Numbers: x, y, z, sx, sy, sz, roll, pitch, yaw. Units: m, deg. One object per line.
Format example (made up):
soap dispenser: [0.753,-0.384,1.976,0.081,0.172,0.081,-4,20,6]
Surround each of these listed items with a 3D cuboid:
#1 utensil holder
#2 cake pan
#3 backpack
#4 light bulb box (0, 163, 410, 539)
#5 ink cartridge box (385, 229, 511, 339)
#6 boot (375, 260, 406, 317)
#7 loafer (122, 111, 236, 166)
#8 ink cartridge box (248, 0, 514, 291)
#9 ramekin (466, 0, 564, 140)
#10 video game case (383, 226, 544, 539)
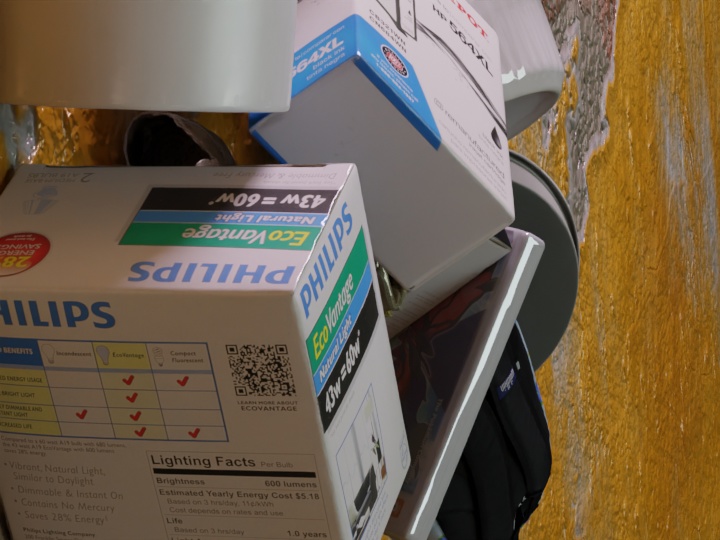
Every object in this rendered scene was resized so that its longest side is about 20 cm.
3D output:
utensil holder: [-0.112,-0.185,1.450,0.170,0.169,0.201,-12,105,-71]
cake pan: [0.067,0.009,1.946,0.037,0.199,0.201,-132,-147,-64]
backpack: [0.054,0.108,1.840,0.200,0.153,0.163,54,54,-32]
light bulb box: [-0.092,0.057,1.466,0.125,0.197,0.201,-66,152,-52]
ink cartridge box: [0.000,0.000,1.714,0.037,0.200,0.095,28,35,-45]
boot: [-0.054,0.023,1.640,0.072,0.154,0.201,65,30,-50]
loafer: [-0.090,-0.019,1.584,0.068,0.076,0.200,35,15,-47]
ink cartridge box: [0.012,-0.109,1.600,0.146,0.084,0.200,44,25,-28]
ramekin: [0.043,-0.122,1.827,0.095,0.202,0.202,63,17,8]
video game case: [0.011,0.055,1.718,0.023,0.182,0.201,29,81,-41]
